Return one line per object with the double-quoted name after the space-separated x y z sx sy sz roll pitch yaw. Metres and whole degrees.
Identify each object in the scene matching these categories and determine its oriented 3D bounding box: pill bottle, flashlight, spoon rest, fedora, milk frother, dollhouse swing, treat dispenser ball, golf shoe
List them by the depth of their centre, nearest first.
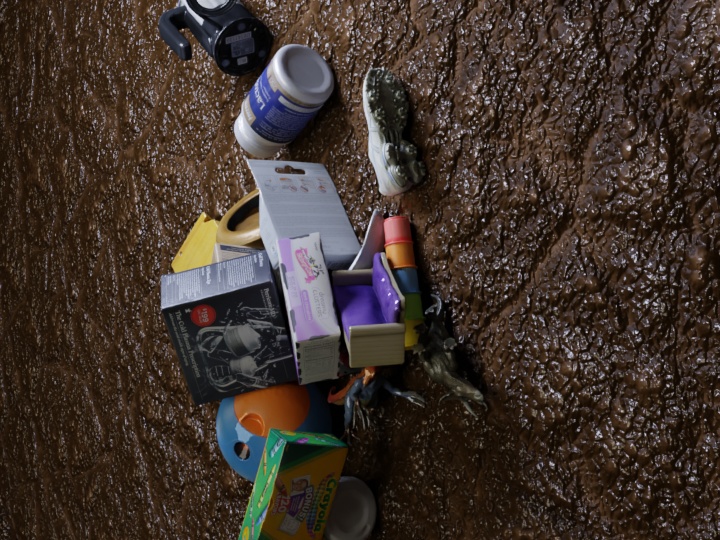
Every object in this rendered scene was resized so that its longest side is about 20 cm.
0.032 -0.212 1.618 0.097 0.078 0.202 -33 64 57 "golf shoe"
0.000 0.000 1.658 0.099 0.060 0.202 -70 -8 -79 "spoon rest"
-0.013 0.137 1.702 0.199 0.067 0.069 -20 80 55 "flashlight"
-0.070 0.406 1.760 0.199 0.110 0.112 -18 77 54 "pill bottle"
-0.147 0.266 1.787 0.200 0.199 0.204 4 95 55 "treat dispenser ball"
-0.138 -0.290 1.819 0.200 0.115 0.117 -43 57 47 "pill bottle"
-0.157 -0.082 1.844 0.200 0.200 0.082 18 143 53 "fedora"
-0.273 -0.497 1.943 0.188 0.179 0.202 50 134 40 "milk frother"
-0.228 0.031 1.952 0.182 0.175 0.200 -55 47 20 "dollhouse swing"

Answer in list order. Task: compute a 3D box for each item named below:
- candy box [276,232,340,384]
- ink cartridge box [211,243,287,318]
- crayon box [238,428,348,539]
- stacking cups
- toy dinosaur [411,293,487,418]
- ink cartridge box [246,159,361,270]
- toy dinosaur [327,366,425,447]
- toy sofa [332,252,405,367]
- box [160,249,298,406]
-0.079 0.062 1.615 0.200 0.071 0.169 93 166 -66 "candy box"
-0.183 0.062 1.789 0.075 0.163 0.202 -112 32 -57 "ink cartridge box"
-0.106 0.352 1.620 0.058 0.118 0.202 27 103 54 "crayon box"
0.065 0.018 1.590 0.060 0.060 0.203 -18 77 54 "stacking cups"
0.111 0.118 1.512 0.201 0.076 0.103 -114 6 -48 "toy dinosaur"
-0.100 -0.092 1.735 0.047 0.159 0.201 -52 51 41 "ink cartridge box"
-0.004 0.187 1.626 0.199 0.105 0.183 31 133 34 "toy dinosaur"
0.009 0.052 1.528 0.200 0.082 0.099 -110 18 -64 "toy sofa"
-0.211 0.093 1.696 0.104 0.180 0.202 -109 5 -58 "box"
